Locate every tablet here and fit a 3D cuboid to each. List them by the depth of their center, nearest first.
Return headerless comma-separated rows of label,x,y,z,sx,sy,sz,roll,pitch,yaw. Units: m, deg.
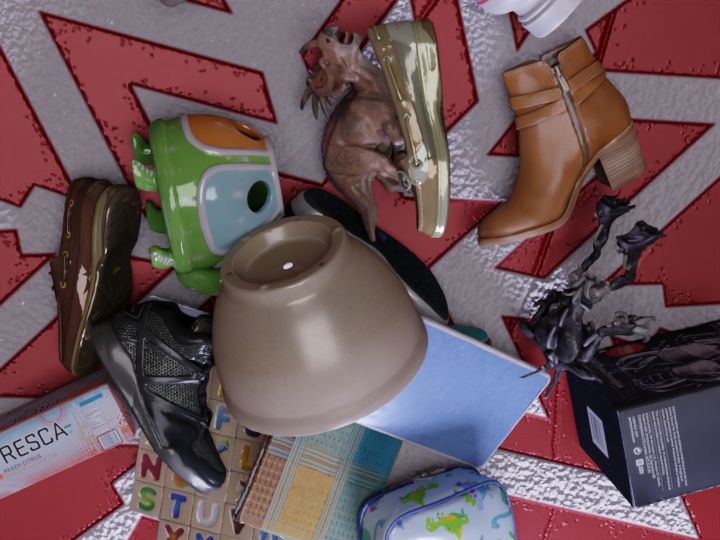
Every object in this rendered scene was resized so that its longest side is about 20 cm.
tablet,0.089,0.124,1.553,0.200,0.014,0.130,25,108,-37

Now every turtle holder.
turtle holder,-0.139,-0.058,1.464,0.132,0.141,0.186,-11,92,-5

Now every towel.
towel,-0.038,0.198,1.522,0.200,0.022,0.147,30,80,-51

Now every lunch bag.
lunch bag,0.082,0.308,1.586,0.161,0.082,0.200,-18,108,-24

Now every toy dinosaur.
toy dinosaur,-0.005,-0.136,1.499,0.135,0.086,0.200,8,105,-10

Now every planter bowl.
planter bowl,-0.051,0.034,1.413,0.200,0.200,0.135,-21,121,-3

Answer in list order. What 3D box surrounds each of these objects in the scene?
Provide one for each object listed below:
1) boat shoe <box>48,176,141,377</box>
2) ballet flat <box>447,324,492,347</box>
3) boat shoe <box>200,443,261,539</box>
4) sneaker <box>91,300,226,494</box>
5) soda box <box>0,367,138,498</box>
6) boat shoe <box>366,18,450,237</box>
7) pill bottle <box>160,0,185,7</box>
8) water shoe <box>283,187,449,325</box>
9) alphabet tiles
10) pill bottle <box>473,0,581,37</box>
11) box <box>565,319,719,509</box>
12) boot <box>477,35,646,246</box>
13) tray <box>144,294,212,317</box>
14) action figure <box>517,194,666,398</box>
boat shoe,-0.265,0.004,1.507,0.067,0.072,0.200,20,110,22
ballet flat,0.033,0.081,1.560,0.200,0.069,0.063,10,114,-8
boat shoe,-0.095,0.200,1.554,0.076,0.060,0.200,27,106,-9
sneaker,-0.161,0.114,1.483,0.114,0.076,0.200,-28,97,6
soda box,-0.317,0.166,1.518,0.200,0.068,0.064,-24,103,3
boat shoe,0.046,-0.129,1.429,0.063,0.073,0.201,-6,102,-1
pill bottle,-0.184,-0.351,1.412,0.112,0.112,0.200,-32,104,0
water shoe,0.000,0.000,1.545,0.200,0.072,0.079,41,117,-11
alphabet tiles,-0.143,0.192,1.531,0.166,0.006,0.200,12,99,15
pill bottle,0.121,-0.315,1.464,0.200,0.109,0.109,38,95,-14
box,0.320,0.136,1.540,0.182,0.200,0.104,-13,103,-5
boot,0.173,-0.126,1.532,0.200,0.074,0.155,-32,106,-13
tray,-0.133,0.095,1.552,0.200,0.022,0.107,19,113,-11
action figure,0.233,0.033,1.534,0.102,0.119,0.200,4,118,-42
